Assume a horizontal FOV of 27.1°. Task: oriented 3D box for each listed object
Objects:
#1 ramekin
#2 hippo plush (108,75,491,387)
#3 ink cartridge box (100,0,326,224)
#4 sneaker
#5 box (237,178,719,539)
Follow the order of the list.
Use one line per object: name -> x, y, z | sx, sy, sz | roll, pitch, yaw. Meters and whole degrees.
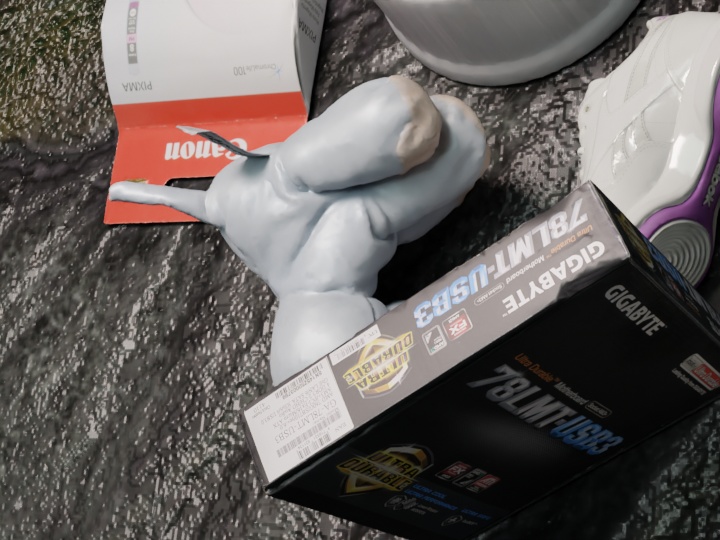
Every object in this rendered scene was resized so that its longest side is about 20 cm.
ramekin -> 0.077, -0.222, 0.885 | 0.198, 0.098, 0.203 | -11, 68, 27
hippo plush -> 0.000, 0.000, 0.810 | 0.159, 0.198, 0.163 | -32, 66, 42
ink cartridge box -> -0.104, -0.137, 0.993 | 0.161, 0.057, 0.203 | -1, 68, 30
sneaker -> 0.151, -0.049, 0.808 | 0.099, 0.075, 0.202 | 23, 82, 49
box -> 0.072, 0.059, 0.728 | 0.197, 0.200, 0.050 | -32, 60, 16
